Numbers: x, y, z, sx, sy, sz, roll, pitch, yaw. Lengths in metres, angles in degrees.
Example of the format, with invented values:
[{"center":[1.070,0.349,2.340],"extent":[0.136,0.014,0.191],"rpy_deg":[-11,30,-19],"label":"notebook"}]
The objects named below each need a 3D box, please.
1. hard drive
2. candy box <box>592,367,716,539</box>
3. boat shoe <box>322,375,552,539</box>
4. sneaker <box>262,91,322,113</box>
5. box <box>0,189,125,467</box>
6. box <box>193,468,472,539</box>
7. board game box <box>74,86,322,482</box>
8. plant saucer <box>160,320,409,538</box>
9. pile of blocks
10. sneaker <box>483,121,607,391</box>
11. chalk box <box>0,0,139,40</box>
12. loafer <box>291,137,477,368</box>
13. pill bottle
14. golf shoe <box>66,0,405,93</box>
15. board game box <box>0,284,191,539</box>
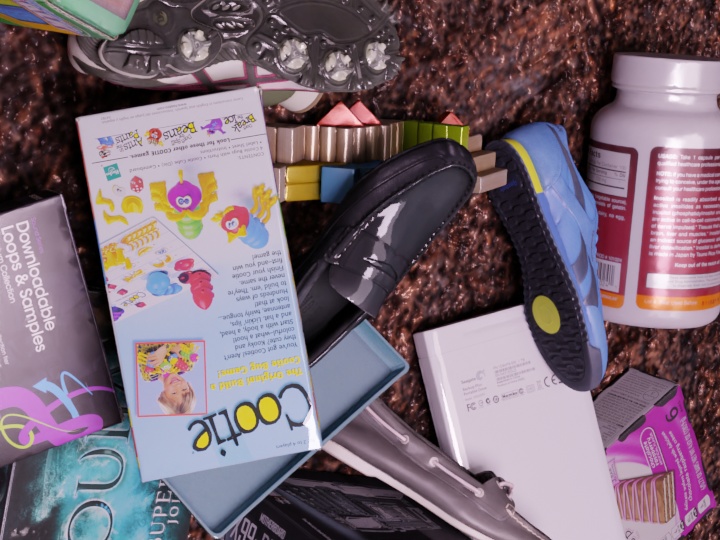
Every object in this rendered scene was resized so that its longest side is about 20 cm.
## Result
[{"center":[0.122,0.129,1.044],"extent":[0.131,0.027,0.201],"rpy_deg":[-14,89,-27],"label":"hard drive"},{"center":[0.196,0.194,1.142],"extent":[0.200,0.061,0.137],"rpy_deg":[-36,119,-24],"label":"candy box"},{"center":[0.059,0.141,0.971],"extent":[0.199,0.067,0.057],"rpy_deg":[29,86,-1],"label":"boat shoe"},{"center":[-0.055,-0.199,0.851],"extent":[0.089,0.067,0.202],"rpy_deg":[-1,105,-42],"label":"sneaker"},{"center":[-0.243,0.051,0.772],"extent":[0.199,0.036,0.144],"rpy_deg":[-19,109,-22],"label":"box"},{"center":[0.007,0.189,0.909],"extent":[0.157,0.200,0.050],"rpy_deg":[14,97,-38],"label":"box"},{"center":[-0.091,0.007,0.801],"extent":[0.104,0.103,0.201],"rpy_deg":[-10,91,-5],"label":"board game box"},{"center":[-0.052,0.094,0.913],"extent":[0.070,0.019,0.200],"rpy_deg":[46,50,7],"label":"plant saucer"},{"center":[0.016,-0.082,0.925],"extent":[0.199,0.082,0.063],"rpy_deg":[-8,106,-35],"label":"pile of blocks"},{"center":[0.156,-0.013,1.030],"extent":[0.078,0.066,0.201],"rpy_deg":[-18,91,-33],"label":"sneaker"},{"center":[-0.166,-0.198,0.683],"extent":[0.124,0.200,0.126],"rpy_deg":[26,84,-38],"label":"chalk box"},{"center":[0.000,0.000,0.875],"extent":[0.200,0.071,0.068],"rpy_deg":[-42,133,16],"label":"loafer"},{"center":[0.230,-0.064,1.072],"extent":[0.112,0.113,0.202],"rpy_deg":[-6,105,-36],"label":"pill bottle"},{"center":[-0.070,-0.137,0.798],"extent":[0.199,0.088,0.078],"rpy_deg":[0,85,-31],"label":"golf shoe"},{"center":[-0.160,0.111,0.873],"extent":[0.135,0.028,0.201],"rpy_deg":[7,96,-38],"label":"board game box"}]
